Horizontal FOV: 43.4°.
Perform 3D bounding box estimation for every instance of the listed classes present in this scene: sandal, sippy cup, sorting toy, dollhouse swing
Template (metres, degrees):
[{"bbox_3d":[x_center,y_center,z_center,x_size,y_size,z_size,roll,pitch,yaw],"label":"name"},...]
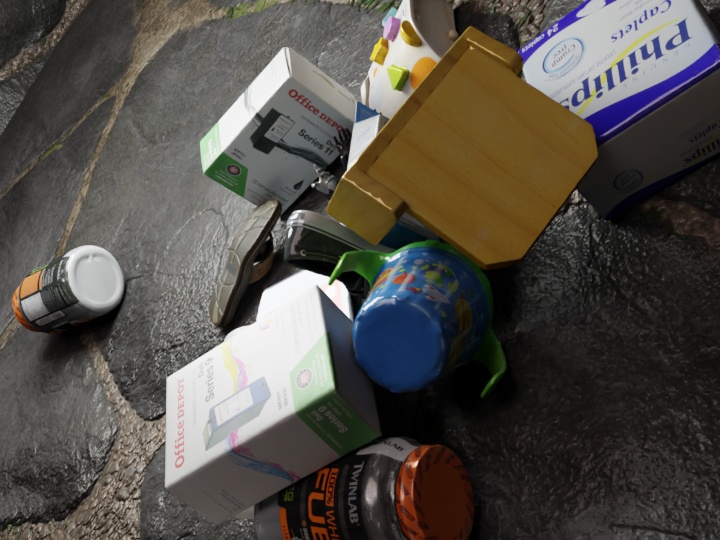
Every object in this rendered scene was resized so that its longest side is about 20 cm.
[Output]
[{"bbox_3d":[-0.156,-0.008,1.296,0.082,0.054,0.203,32,101,59],"label":"sandal"},{"bbox_3d":[0.055,0.053,0.894,0.175,0.142,0.130,1,17,20],"label":"sippy cup"},{"bbox_3d":[0.055,-0.288,1.267,0.180,0.106,0.202,-47,32,41],"label":"sorting toy"},{"bbox_3d":[0.101,-0.095,0.889,0.201,0.175,0.182,-51,0,-14],"label":"dollhouse swing"}]

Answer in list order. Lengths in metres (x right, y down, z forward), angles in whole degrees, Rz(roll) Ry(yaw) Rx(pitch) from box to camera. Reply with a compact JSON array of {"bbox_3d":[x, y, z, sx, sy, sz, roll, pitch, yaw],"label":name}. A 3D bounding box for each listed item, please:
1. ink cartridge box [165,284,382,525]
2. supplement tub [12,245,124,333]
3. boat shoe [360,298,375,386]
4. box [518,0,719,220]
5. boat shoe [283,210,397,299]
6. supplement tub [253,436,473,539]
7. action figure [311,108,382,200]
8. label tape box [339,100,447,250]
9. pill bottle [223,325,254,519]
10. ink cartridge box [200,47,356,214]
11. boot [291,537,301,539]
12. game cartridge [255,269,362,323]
[{"bbox_3d":[-0.091,0.132,0.884,0.198,0.088,0.146,-32,38,16],"label":"ink cartridge box"},{"bbox_3d":[-0.518,0.039,1.590,0.198,0.122,0.124,-19,48,38],"label":"supplement tub"},{"bbox_3d":[-0.016,0.090,1.051,0.071,0.070,0.203,-4,53,47],"label":"boat shoe"},{"bbox_3d":[0.277,-0.189,0.916,0.183,0.105,0.202,-33,42,26],"label":"box"},{"bbox_3d":[0.000,0.000,0.992,0.068,0.198,0.057,-20,50,56],"label":"boat shoe"},{"bbox_3d":[0.002,0.229,0.870,0.198,0.122,0.124,-19,48,38],"label":"supplement tub"},{"bbox_3d":[-0.003,-0.117,1.170,0.117,0.102,0.202,-22,44,19],"label":"action figure"},{"bbox_3d":[0.058,-0.110,1.051,0.063,0.143,0.203,-36,38,46],"label":"label tape box"},{"bbox_3d":[-0.127,0.174,1.061,0.113,0.114,0.202,-26,45,31],"label":"pill bottle"},{"bbox_3d":[-0.113,-0.194,1.297,0.200,0.146,0.084,-43,37,24],"label":"ink cartridge box"},{"bbox_3d":[0.006,0.310,0.815,0.148,0.202,0.074,8,50,9],"label":"boot"},{"bbox_3d":[-0.058,0.073,1.013,0.132,0.041,0.202,-30,39,17],"label":"game cartridge"}]
